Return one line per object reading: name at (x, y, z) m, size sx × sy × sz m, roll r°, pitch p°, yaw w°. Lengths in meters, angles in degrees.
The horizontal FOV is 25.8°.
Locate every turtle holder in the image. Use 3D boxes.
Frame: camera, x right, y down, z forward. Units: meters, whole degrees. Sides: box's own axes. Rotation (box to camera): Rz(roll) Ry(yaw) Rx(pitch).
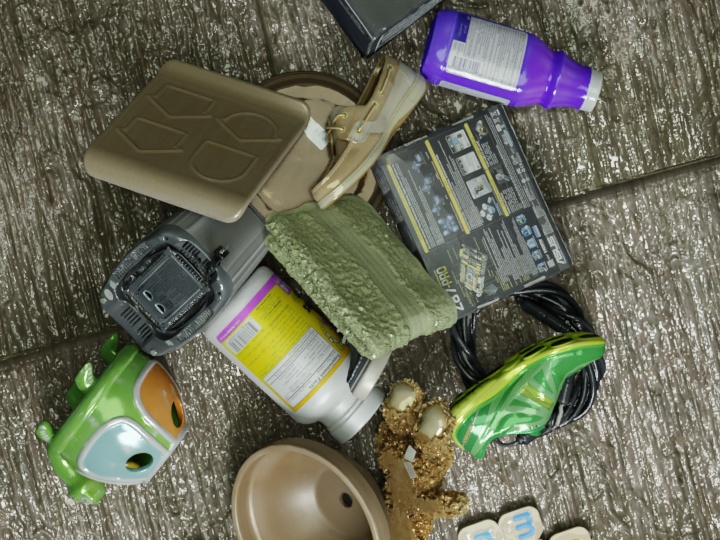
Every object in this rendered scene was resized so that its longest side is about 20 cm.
turtle holder at (-0.271, 0.176, 1.705) m, size 0.131 × 0.141 × 0.186 m, roll 38°, pitch 90°, yaw -5°

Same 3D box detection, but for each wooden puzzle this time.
wooden puzzle at (-0.172, -0.133, 1.682) m, size 0.184 × 0.201 × 0.047 m, roll 19°, pitch 135°, yaw 12°

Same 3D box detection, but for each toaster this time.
toaster at (-0.179, -0.009, 1.681) m, size 0.114 × 0.129 × 0.200 m, roll 44°, pitch 130°, yaw -5°

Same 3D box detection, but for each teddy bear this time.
teddy bear at (0.066, 0.214, 1.729) m, size 0.067 × 0.144 × 0.202 m, roll -22°, pitch 111°, yaw -42°

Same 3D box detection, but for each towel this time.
towel at (0.000, 0.000, 1.668) m, size 0.148 × 0.037 × 0.200 m, roll -21°, pitch 63°, yaw -40°

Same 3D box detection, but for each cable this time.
cable at (0.187, 0.090, 1.774) m, size 0.162 × 0.051 × 0.201 m, roll -22°, pitch 93°, yaw -2°

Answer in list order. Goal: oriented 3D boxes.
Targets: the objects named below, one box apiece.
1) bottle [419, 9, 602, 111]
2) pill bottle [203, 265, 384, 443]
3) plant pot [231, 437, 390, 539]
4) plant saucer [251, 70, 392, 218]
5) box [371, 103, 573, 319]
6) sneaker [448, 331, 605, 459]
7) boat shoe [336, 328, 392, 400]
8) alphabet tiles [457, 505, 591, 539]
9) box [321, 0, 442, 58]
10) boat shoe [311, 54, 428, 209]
bottle at (0.169, -0.226, 1.749) m, size 0.198 × 0.065 × 0.084 m, roll 15°, pitch 79°, yaw -5°
pill bottle at (-0.070, 0.097, 1.732) m, size 0.200 × 0.104 × 0.104 m, roll 43°, pitch 90°, yaw -5°
plant pot at (-0.037, 0.268, 1.727) m, size 0.200 × 0.093 × 0.203 m, roll 14°, pitch 116°, yaw 31°
plant saucer at (-0.062, -0.123, 1.760) m, size 0.198 × 0.029 × 0.202 m, roll 0°, pitch 92°, yaw -3°
box at (0.123, -0.062, 1.741) m, size 0.160 × 0.049 × 0.201 m, roll -24°, pitch 88°, yaw -15°
sneaker at (0.186, 0.134, 1.724) m, size 0.199 × 0.074 × 0.084 m, roll -33°, pitch 96°, yaw 4°
boat shoe at (-0.008, 0.055, 1.699) m, size 0.092 × 0.200 × 0.075 m, roll 27°, pitch 124°, yaw -5°
alphabet tiles at (0.184, 0.376, 1.805) m, size 0.194 × 0.015 × 0.202 m, roll -18°, pitch 93°, yaw -2°
box at (0.051, -0.338, 1.671) m, size 0.199 × 0.198 × 0.124 m, roll -37°, pitch 92°, yaw -1°
boat shoe at (-0.004, -0.153, 1.707) m, size 0.069 × 0.074 × 0.201 m, roll 40°, pitch 61°, yaw -10°
